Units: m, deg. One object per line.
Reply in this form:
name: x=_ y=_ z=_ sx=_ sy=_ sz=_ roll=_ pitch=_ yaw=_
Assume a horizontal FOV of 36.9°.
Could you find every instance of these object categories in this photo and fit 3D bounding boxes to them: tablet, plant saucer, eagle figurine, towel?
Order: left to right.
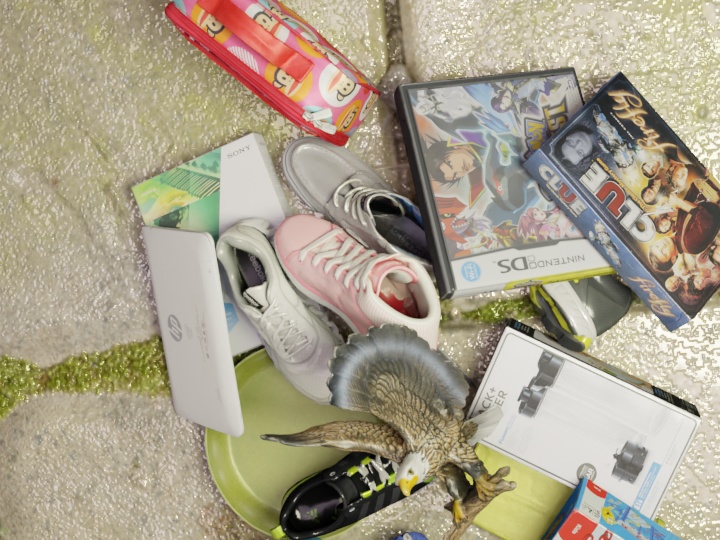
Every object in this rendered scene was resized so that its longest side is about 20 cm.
tablet: x=-0.167 y=0.058 z=1.062 sx=0.129 sy=0.014 sz=0.203 roll=8 pitch=110 yaw=50
plant saucer: x=-0.059 y=0.172 z=1.094 sx=0.197 sy=0.031 sz=0.203 roll=1 pitch=93 yaw=10
eagle figurine: x=0.036 y=0.143 z=0.934 sx=0.199 sy=0.151 sz=0.152 roll=37 pitch=82 yaw=0
towel: x=0.192 y=0.241 z=1.059 sx=0.198 sy=0.018 sz=0.087 roll=26 pitch=92 yaw=9

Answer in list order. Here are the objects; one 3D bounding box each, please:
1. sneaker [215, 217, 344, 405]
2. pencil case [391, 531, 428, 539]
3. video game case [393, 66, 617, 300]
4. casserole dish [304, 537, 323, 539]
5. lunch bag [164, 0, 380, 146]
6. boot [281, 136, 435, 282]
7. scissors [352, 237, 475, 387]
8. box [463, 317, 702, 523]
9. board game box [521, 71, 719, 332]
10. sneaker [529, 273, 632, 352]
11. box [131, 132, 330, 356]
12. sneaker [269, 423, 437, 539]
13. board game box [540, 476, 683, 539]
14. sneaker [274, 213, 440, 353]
sneaker: x=-0.078 y=0.044 z=1.032 sx=0.075 sy=0.081 sz=0.201 roll=-33 pitch=89 yaw=9
pencil case: x=0.090 y=0.313 z=1.000 sx=0.199 sy=0.077 sz=0.088 roll=25 pitch=130 yaw=48
video game case: x=0.137 y=-0.083 z=0.982 sx=0.178 sy=0.026 sz=0.203 roll=-8 pitch=75 yaw=-15
casserole dish: x=-0.036 y=0.350 z=1.081 sx=0.121 sy=0.039 sz=0.201 roll=-35 pitch=96 yaw=15
lunch bag: x=-0.080 y=-0.203 z=1.003 sx=0.199 sy=0.176 sz=0.082 roll=39 pitch=98 yaw=7
boot: x=0.007 y=-0.067 z=1.028 sx=0.199 sy=0.096 sz=0.074 roll=37 pitch=82 yaw=4
scissors: x=0.033 y=0.050 z=1.080 sx=0.073 sy=0.014 sz=0.201 roll=-34 pitch=88 yaw=8
box: x=0.206 y=0.142 z=1.025 sx=0.198 sy=0.060 sz=0.118 roll=26 pitch=100 yaw=9
board game box: x=0.257 y=-0.064 z=0.975 sx=0.200 sy=0.035 sz=0.135 roll=48 pitch=62 yaw=1
sneaker: x=0.183 y=-0.023 z=1.027 sx=0.084 sy=0.075 sz=0.202 roll=-25 pitch=80 yaw=-17
box: x=-0.132 y=-0.020 z=1.095 sx=0.143 sy=0.036 sz=0.202 roll=-22 pitch=88 yaw=11
sneaker: x=0.004 y=0.206 z=1.027 sx=0.199 sy=0.083 sz=0.072 roll=-34 pitch=88 yaw=10
board game box: x=0.238 y=0.328 z=1.002 sx=0.194 sy=0.056 sz=0.202 roll=31 pitch=118 yaw=8
sneaker: x=0.000 y=0.000 z=0.971 sx=0.075 sy=0.105 sz=0.200 roll=-33 pitch=67 yaw=-26
